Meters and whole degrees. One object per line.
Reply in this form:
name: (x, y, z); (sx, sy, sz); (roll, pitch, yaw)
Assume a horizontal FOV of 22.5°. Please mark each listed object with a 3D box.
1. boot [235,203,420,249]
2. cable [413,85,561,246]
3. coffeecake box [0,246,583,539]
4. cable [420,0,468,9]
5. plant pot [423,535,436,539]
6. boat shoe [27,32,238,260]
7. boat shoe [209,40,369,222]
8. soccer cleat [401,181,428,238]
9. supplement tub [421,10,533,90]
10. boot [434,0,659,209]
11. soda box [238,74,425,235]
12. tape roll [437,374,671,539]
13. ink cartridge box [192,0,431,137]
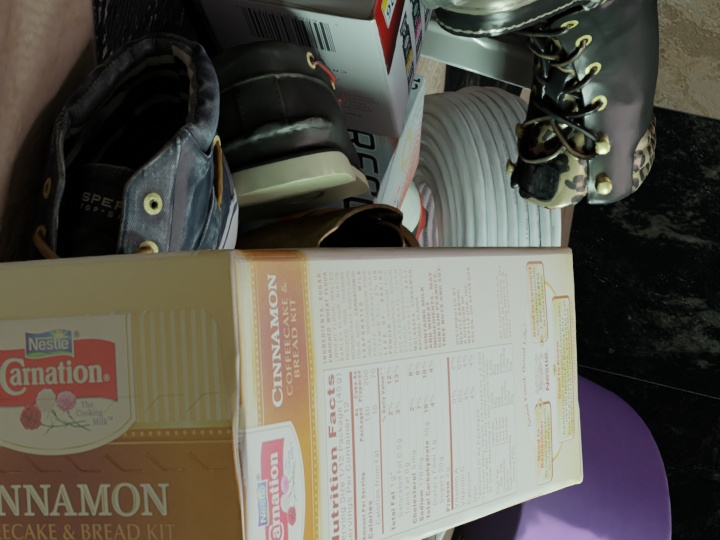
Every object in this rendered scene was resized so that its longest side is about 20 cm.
boot: (0.000, 0.000, 0.829); (0.200, 0.075, 0.074); (-13, 82, -68)
cable: (0.058, -0.018, 1.151); (0.200, 0.069, 0.200); (-142, -123, -64)
coffeecake box: (-0.047, 0.033, 0.468); (0.200, 0.153, 0.073); (-2, 89, -64)
cable: (0.062, -0.175, 0.777); (0.200, 0.050, 0.097); (-57, 154, -58)
plant pot: (-0.058, 0.149, 0.667); (0.200, 0.200, 0.199); (91, 7, -49)
boat shoe: (-0.092, 0.010, 0.619); (0.091, 0.071, 0.200); (88, 12, -48)
boat shoe: (-0.038, -0.056, 0.796); (0.201, 0.074, 0.063); (105, -30, -85)
soccer cleat: (-0.016, 0.030, 1.071); (0.085, 0.069, 0.200); (24, 84, -60)
supplement tub: (0.070, -0.209, 0.973); (0.145, 0.144, 0.200); (-17, 126, -78)
boot: (0.097, -0.101, 0.874); (0.200, 0.073, 0.151); (-39, 136, -52)
soda box: (-0.021, -0.025, 0.962); (0.068, 0.063, 0.200); (93, 14, -46)
tape roll: (0.036, 0.127, 0.800); (0.200, 0.085, 0.200); (-40, -144, 37)
ink cartridge box: (0.001, -0.174, 0.830); (0.176, 0.084, 0.200); (70, 34, -73)
